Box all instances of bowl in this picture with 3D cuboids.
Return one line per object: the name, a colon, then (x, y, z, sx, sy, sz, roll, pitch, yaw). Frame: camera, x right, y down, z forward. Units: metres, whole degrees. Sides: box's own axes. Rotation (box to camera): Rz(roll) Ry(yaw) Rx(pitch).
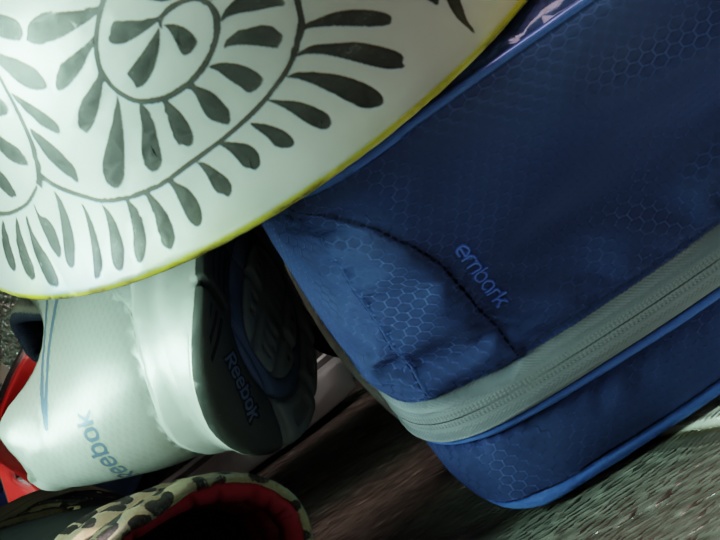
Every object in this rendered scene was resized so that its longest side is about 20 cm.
bowl: (-0.047, -0.094, 0.760, 0.201, 0.094, 0.201, -30, 27, 17)

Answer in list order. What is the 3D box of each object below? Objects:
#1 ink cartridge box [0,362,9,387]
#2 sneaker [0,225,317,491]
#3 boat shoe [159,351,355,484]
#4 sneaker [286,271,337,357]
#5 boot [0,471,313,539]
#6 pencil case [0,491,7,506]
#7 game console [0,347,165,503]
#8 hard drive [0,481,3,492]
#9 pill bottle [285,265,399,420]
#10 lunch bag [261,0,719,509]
ink cartridge box: (-0.230, 0.109, 1.112, 0.144, 0.084, 0.200, -18, 34, 37)
sneaker: (-0.060, -0.017, 0.841, 0.087, 0.075, 0.200, -21, 32, 20)
boat shoe: (-0.088, 0.070, 1.177, 0.200, 0.066, 0.070, -35, 4, -28)
sneaker: (0.000, 0.000, 1.063, 0.200, 0.095, 0.079, 47, -118, -81)
boot: (-0.113, 0.119, 0.782, 0.204, 0.073, 0.154, -37, 8, -26)
pencil case: (-0.101, 0.059, 1.290, 0.200, 0.078, 0.087, -34, -32, -13)
game console: (-0.073, 0.020, 1.052, 0.177, 0.031, 0.200, -60, -10, -20)
hard drive: (-0.218, 0.127, 1.196, 0.200, 0.025, 0.132, -53, 26, -20)
pill bottle: (0.078, -0.043, 0.914, 0.200, 0.114, 0.114, -32, 4, 15)
lunch bag: (0.075, -0.041, 0.776, 0.200, 0.132, 0.136, -35, 25, 5)
